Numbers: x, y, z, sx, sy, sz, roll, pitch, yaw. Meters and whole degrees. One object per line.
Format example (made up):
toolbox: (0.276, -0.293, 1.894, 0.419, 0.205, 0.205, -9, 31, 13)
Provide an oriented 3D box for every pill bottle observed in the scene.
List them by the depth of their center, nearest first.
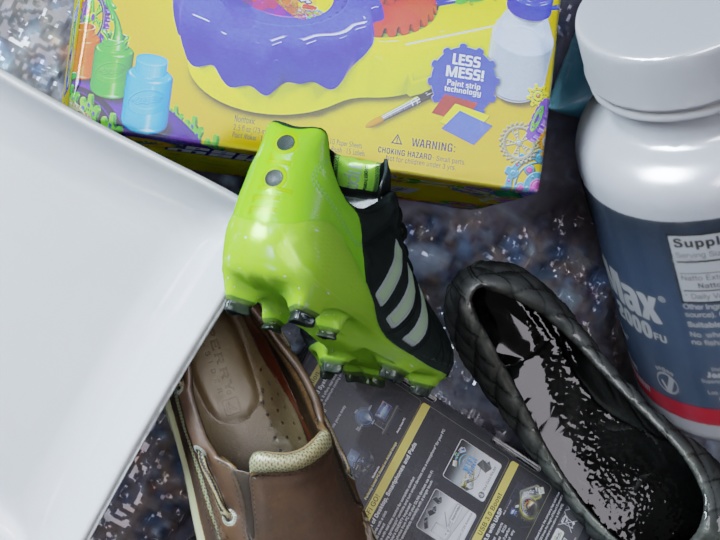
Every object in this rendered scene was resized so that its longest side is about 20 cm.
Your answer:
pill bottle: (0.159, -0.035, 0.888, 0.119, 0.120, 0.201, -27, 125, -10)

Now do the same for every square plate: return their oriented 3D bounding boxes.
square plate: (-0.168, 0.011, 0.823, 0.199, 0.028, 0.199, 29, 105, -9)

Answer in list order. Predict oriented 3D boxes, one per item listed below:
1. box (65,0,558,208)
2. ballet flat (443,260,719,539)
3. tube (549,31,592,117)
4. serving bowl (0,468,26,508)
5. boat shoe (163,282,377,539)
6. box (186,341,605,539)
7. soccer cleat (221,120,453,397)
box: (-0.021, -0.139, 0.889, 0.198, 0.122, 0.195, 7, 87, -10)
ballet flat: (0.106, 0.079, 0.900, 0.066, 0.057, 0.200, -44, 86, 10)
tube: (0.194, -0.079, 0.976, 0.198, 0.050, 0.078, 21, 82, -5)
serving bowl: (-0.232, 0.036, 0.883, 0.198, 0.066, 0.202, 0, 89, -10)
boat shoe: (-0.037, 0.090, 0.849, 0.074, 0.075, 0.204, -25, 81, -19)
box: (-0.003, 0.152, 0.907, 0.161, 0.049, 0.201, 33, 69, -9)
soccer cleat: (0.000, 0.000, 0.826, 0.067, 0.200, 0.082, 9, 78, 19)
